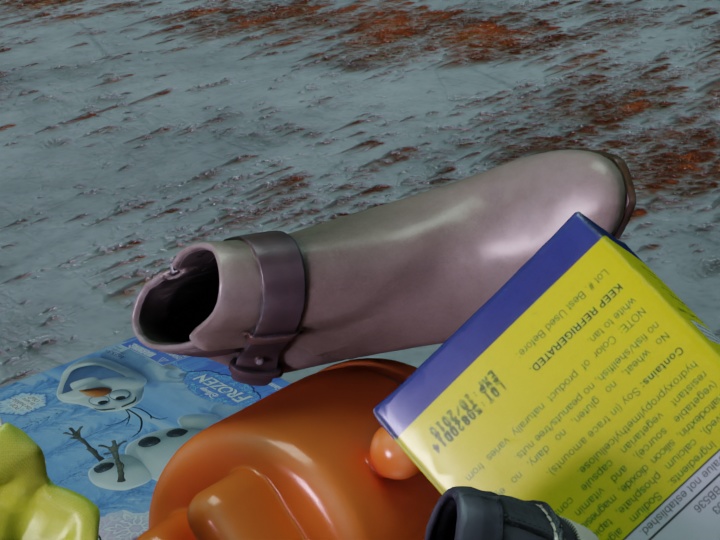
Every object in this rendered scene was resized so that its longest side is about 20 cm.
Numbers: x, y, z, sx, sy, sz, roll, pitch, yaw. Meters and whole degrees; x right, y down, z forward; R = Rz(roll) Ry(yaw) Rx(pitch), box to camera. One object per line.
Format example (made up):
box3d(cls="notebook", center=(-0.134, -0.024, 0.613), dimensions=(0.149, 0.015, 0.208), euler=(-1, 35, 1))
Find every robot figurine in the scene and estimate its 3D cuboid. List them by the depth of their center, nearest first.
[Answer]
box3d(cls="robot figurine", center=(-0.017, 0.107, 0.811), dimensions=(0.117, 0.144, 0.200), euler=(21, 23, 25))

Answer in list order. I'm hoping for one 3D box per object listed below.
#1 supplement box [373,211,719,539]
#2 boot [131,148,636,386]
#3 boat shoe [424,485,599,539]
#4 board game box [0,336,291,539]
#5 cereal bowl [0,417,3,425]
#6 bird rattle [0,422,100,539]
box3d(cls="supplement box", center=(0.120, 0.091, 0.675), dimensions=(0.200, 0.109, 0.110), euler=(48, 9, 17))
box3d(cls="boot", center=(0.000, 0.000, 0.766), dimensions=(0.146, 0.070, 0.200), euler=(0, -23, -35))
box3d(cls="boat shoe", center=(-0.002, 0.152, 0.620), dimensions=(0.063, 0.200, 0.073), euler=(31, 17, -27))
box3d(cls="board game box", center=(-0.124, 0.102, 0.950), dimensions=(0.199, 0.043, 0.200), euler=(-22, 28, -35))
box3d(cls="cereal bowl", center=(-0.247, 0.131, 0.824), dimensions=(0.200, 0.083, 0.200), euler=(-8, 33, 5))
box3d(cls="bird rattle", center=(-0.167, 0.147, 0.611), dimensions=(0.200, 0.113, 0.163), euler=(-24, 55, -34))
